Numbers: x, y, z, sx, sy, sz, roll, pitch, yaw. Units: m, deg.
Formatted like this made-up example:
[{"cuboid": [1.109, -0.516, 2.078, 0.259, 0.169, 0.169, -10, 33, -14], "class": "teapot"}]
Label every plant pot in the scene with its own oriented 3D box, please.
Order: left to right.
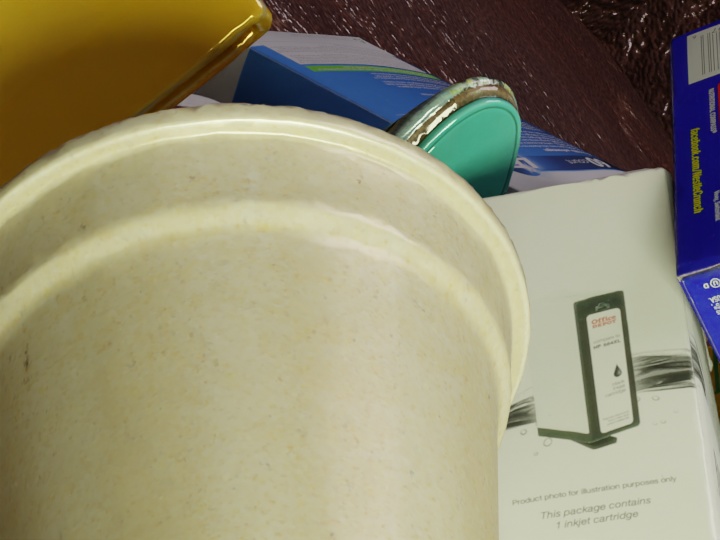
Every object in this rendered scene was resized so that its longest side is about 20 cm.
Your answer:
[{"cuboid": [-0.035, 0.084, 0.850, 0.200, 0.200, 0.184, 42, 26, -35], "class": "plant pot"}]

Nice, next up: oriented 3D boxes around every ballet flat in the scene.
[{"cuboid": [0.000, 0.000, 1.128, 0.074, 0.200, 0.074, 22, 20, -9], "class": "ballet flat"}]

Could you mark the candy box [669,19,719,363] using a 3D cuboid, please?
[{"cuboid": [0.190, 0.018, 1.091, 0.169, 0.077, 0.200, -83, 149, -54], "class": "candy box"}]

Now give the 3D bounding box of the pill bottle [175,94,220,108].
[{"cuboid": [-0.079, 0.001, 1.067, 0.114, 0.114, 0.200, 47, 12, -12], "class": "pill bottle"}]

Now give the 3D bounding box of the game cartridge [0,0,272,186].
[{"cuboid": [-0.158, -0.108, 0.966, 0.200, 0.176, 0.032, 52, 0, 9], "class": "game cartridge"}]

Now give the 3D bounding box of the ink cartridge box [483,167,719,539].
[{"cuboid": [0.094, 0.085, 1.044, 0.146, 0.084, 0.200, 72, 11, -47], "class": "ink cartridge box"}]

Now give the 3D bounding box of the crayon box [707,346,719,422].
[{"cuboid": [0.189, 0.095, 1.265, 0.127, 0.051, 0.200, 47, -9, -14], "class": "crayon box"}]

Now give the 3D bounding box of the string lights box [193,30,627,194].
[{"cuboid": [0.029, -0.043, 1.210, 0.200, 0.059, 0.103, 30, 20, 37], "class": "string lights box"}]
